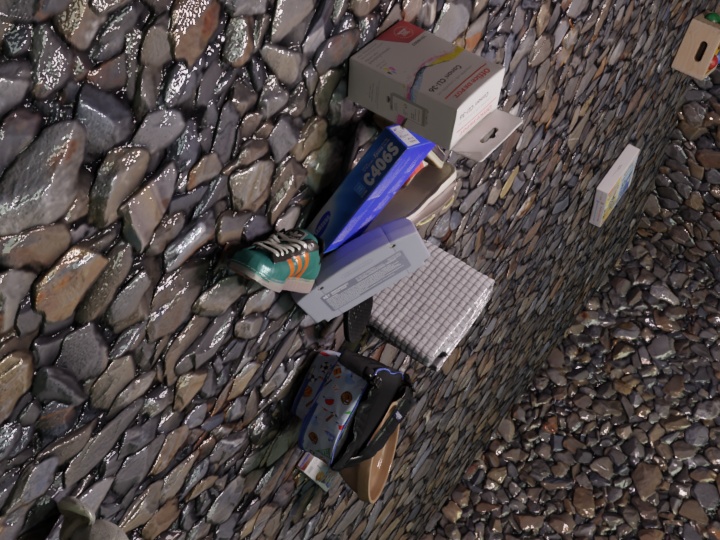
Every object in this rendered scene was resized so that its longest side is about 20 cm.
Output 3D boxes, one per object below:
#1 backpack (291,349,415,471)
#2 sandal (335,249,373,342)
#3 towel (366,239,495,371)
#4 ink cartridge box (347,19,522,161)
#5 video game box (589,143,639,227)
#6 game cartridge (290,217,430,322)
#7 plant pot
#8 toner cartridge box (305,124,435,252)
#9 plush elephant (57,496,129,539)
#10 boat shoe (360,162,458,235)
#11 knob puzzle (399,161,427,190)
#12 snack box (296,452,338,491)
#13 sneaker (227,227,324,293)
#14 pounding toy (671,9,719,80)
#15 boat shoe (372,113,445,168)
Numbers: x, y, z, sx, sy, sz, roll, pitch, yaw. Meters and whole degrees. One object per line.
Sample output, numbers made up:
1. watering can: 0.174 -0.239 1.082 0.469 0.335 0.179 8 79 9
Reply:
1. backpack: -0.027 0.231 1.561 0.200 0.154 0.191 28 85 -63
2. sandal: -0.021 0.026 1.465 0.075 0.045 0.200 -48 143 -40
3. towel: 0.117 0.064 1.645 0.200 0.165 0.086 -51 163 -21
4. ink cartridge box: 0.097 -0.224 1.165 0.116 0.200 0.068 -44 155 -34
5. video game box: 0.773 -0.258 2.863 0.200 0.047 0.182 -51 155 -21
6. game cartridge: 0.000 0.000 1.352 0.200 0.041 0.133 -30 158 3
7. plant pot: 0.006 0.343 1.826 0.201 0.092 0.201 13 90 -75
8. toner cartridge box: 0.013 -0.112 1.260 0.200 0.043 0.095 -49 166 31
9. plush elephant: -0.317 0.355 1.069 0.155 0.164 0.200 -54 -168 24
10. boat shoe: 0.073 -0.090 1.402 0.200 0.072 0.060 -40 138 -32
11. knob puzzle: 0.054 -0.109 1.460 0.220 0.030 0.220 -47 155 -29
12. snack box: -0.074 0.376 1.819 0.072 0.024 0.200 -56 159 -14
13. sneaker: -0.102 -0.020 1.182 0.080 0.071 0.200 -66 163 5
14. pounding toy: 1.037 -0.675 2.768 0.184 0.142 0.200 -35 148 -48
15. boat shoe: 0.083 -0.203 1.342 0.065 0.072 0.200 -58 151 2
